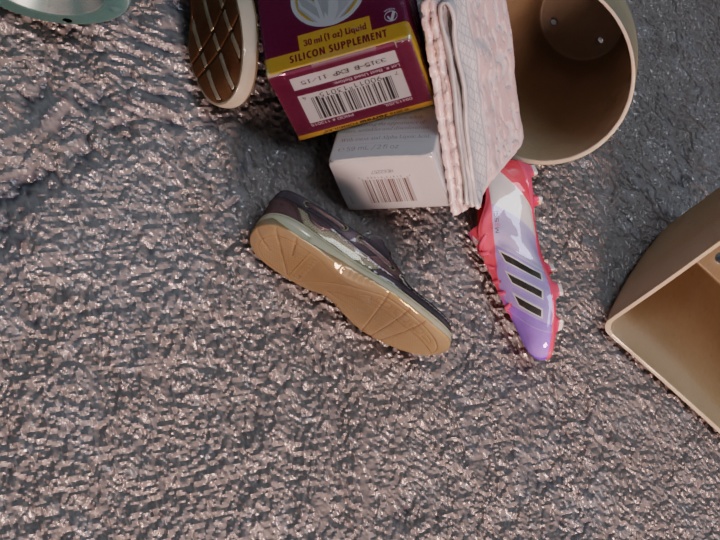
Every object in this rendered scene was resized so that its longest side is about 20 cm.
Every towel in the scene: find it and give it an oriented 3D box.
[{"bbox_3d":[0.104,-0.175,1.410,0.191,0.032,0.201,-55,140,-58],"label":"towel"}]

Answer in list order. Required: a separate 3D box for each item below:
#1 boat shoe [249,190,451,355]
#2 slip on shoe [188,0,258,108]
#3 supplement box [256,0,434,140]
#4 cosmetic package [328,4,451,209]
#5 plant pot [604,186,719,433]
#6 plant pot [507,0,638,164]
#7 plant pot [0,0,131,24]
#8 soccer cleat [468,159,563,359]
[{"bbox_3d":[0.000,0.000,1.345,0.199,0.072,0.065,32,54,-14],"label":"boat shoe"},{"bbox_3d":[-0.115,-0.230,1.385,0.060,0.076,0.201,14,51,-45],"label":"slip on shoe"},{"bbox_3d":[-0.019,-0.234,1.386,0.103,0.130,0.201,62,15,-57],"label":"supplement box"},{"bbox_3d":[0.045,-0.151,1.433,0.074,0.101,0.201,66,29,-48],"label":"cosmetic package"},{"bbox_3d":[0.388,0.014,1.581,0.200,0.200,0.178,40,36,-15],"label":"plant pot"},{"bbox_3d":[0.202,-0.227,1.580,0.188,0.187,0.200,50,31,-5],"label":"plant pot"},{"bbox_3d":[-0.233,-0.307,1.252,0.199,0.200,0.189,18,70,-31],"label":"plant pot"},{"bbox_3d":[0.139,-0.010,1.480,0.076,0.067,0.202,-4,71,-9],"label":"soccer cleat"}]
